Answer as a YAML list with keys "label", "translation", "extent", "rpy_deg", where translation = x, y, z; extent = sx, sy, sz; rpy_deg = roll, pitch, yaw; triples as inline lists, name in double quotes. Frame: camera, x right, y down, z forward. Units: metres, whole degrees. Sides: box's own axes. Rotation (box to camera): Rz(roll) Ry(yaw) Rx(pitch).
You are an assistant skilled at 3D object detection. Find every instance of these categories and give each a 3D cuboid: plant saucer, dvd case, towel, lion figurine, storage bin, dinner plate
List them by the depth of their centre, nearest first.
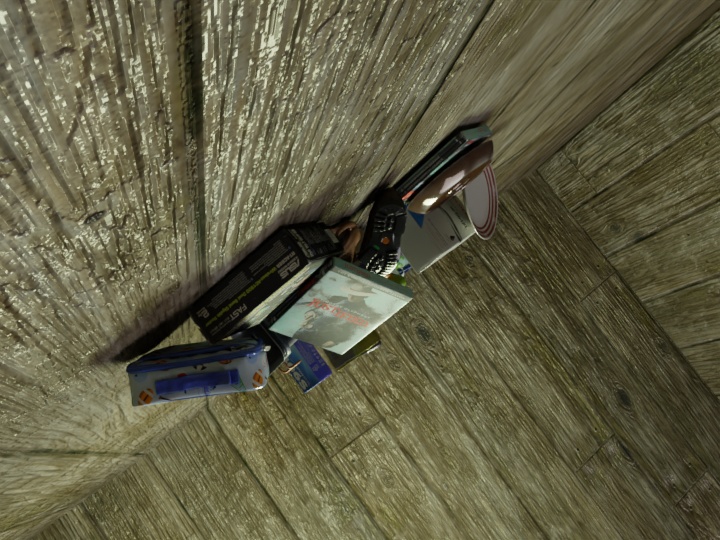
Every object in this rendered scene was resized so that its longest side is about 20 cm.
- label: "dvd case"
  translation: [-0.035, 0.061, 0.999]
  extent: [0.200, 0.145, 0.022]
  rpy_deg: [-42, -144, 39]
- label: "towel"
  translation: [-0.059, 0.073, 1.110]
  extent: [0.143, 0.200, 0.023]
  rpy_deg: [-33, -178, 46]
- label: "lion figurine"
  translation: [-0.035, -0.035, 1.133]
  extent: [0.122, 0.072, 0.200]
  rpy_deg: [-43, 174, -32]
- label: "dvd case"
  translation: [0.139, -0.185, 1.165]
  extent: [0.200, 0.022, 0.146]
  rpy_deg: [-39, 175, 32]
- label: "plant saucer"
  translation: [0.174, -0.166, 1.197]
  extent: [0.200, 0.032, 0.200]
  rpy_deg: [-38, 175, -4]
- label: "storage bin"
  translation: [-0.151, 0.112, 1.257]
  extent: [0.134, 0.146, 0.200]
  rpy_deg: [-39, 176, -28]
- label: "dinner plate"
  translation: [0.254, -0.166, 1.380]
  extent: [0.024, 0.201, 0.200]
  rpy_deg: [-6, -167, 32]

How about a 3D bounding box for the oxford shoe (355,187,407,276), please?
- label: "oxford shoe"
  translation: [0.038, -0.060, 1.140]
  extent: [0.085, 0.072, 0.201]
  rpy_deg: [-92, -162, -48]

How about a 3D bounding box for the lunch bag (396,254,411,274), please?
- label: "lunch bag"
  translation: [0.093, -0.062, 1.522]
  extent: [0.199, 0.128, 0.170]
  rpy_deg: [-25, -172, 38]

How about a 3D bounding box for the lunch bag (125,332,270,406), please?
- label: "lunch bag"
  translation: [-0.225, 0.142, 0.925]
  extent: [0.199, 0.076, 0.160]
  rpy_deg: [-9, 180, -5]

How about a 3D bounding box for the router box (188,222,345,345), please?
- label: "router box"
  translation: [-0.133, 0.015, 0.936]
  extent: [0.200, 0.062, 0.150]
  rpy_deg: [-39, 176, 18]

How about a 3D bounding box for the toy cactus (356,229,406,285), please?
- label: "toy cactus"
  translation: [0.000, 0.000, 1.269]
  extent: [0.199, 0.166, 0.102]
  rpy_deg: [-4, 148, 24]

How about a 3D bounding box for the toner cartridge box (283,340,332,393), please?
- label: "toner cartridge box"
  translation: [-0.153, 0.174, 1.449]
  extent: [0.043, 0.200, 0.095]
  rpy_deg: [-32, 173, -37]

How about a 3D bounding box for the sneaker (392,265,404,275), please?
- label: "sneaker"
  translation: [-0.007, 0.020, 1.348]
  extent: [0.200, 0.115, 0.075]
  rpy_deg: [-38, 175, 3]

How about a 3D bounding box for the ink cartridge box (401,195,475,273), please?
- label: "ink cartridge box"
  translation: [0.147, -0.100, 1.355]
  extent: [0.084, 0.146, 0.200]
  rpy_deg: [-41, 175, 38]

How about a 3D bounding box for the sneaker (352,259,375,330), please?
- label: "sneaker"
  translation: [-0.011, 0.082, 1.150]
  extent: [0.080, 0.115, 0.200]
  rpy_deg: [-37, 159, -46]
